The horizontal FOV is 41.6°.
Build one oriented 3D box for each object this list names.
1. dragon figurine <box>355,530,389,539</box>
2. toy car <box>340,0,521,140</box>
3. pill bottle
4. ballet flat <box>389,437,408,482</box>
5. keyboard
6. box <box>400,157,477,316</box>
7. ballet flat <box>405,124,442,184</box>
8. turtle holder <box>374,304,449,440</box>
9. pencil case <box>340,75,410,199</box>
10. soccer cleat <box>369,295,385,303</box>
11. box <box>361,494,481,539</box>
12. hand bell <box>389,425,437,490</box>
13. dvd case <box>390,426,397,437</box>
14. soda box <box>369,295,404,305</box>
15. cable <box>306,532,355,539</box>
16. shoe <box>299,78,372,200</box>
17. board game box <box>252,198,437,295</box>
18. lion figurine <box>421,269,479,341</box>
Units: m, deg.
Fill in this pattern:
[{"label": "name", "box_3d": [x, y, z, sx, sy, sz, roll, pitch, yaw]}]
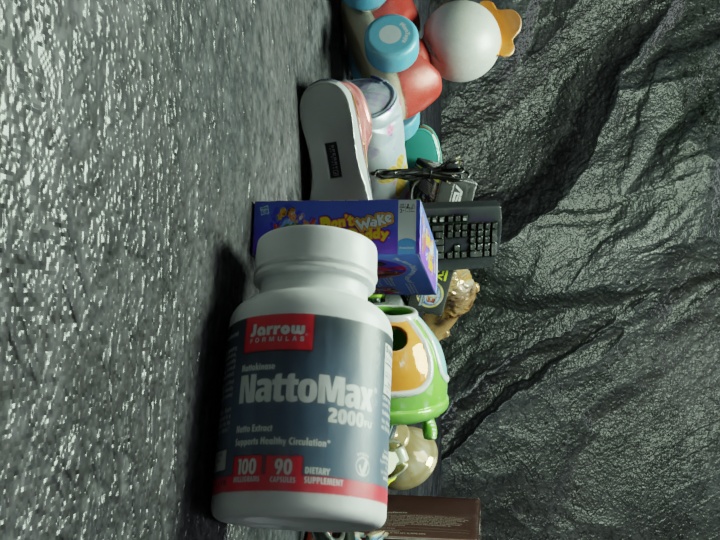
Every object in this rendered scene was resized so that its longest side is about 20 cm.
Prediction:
[{"label": "dragon figurine", "box_3d": [0.001, 0.358, 1.120, 0.200, 0.059, 0.100, 69, 22, -71]}, {"label": "toy car", "box_3d": [0.090, -0.282, 1.137, 0.184, 0.200, 0.177, 81, -11, -66]}, {"label": "pill bottle", "box_3d": [-0.037, 0.076, 0.668, 0.120, 0.119, 0.201, 68, 23, -68]}, {"label": "ballet flat", "box_3d": [0.014, 0.207, 1.007, 0.067, 0.067, 0.200, 66, 15, 10]}, {"label": "keyboard", "box_3d": [0.056, -0.058, 1.039, 0.021, 0.199, 0.127, -121, -152, -74]}, {"label": "box", "box_3d": [0.083, -0.047, 1.159, 0.200, 0.044, 0.161, -113, -143, -77]}, {"label": "ballet flat", "box_3d": [0.080, -0.099, 1.288, 0.070, 0.067, 0.201, -55, 144, -74]}, {"label": "turtle holder", "box_3d": [0.036, 0.106, 1.066, 0.185, 0.141, 0.132, -19, 109, -67]}, {"label": "pencil case", "box_3d": [0.008, -0.122, 1.095, 0.083, 0.091, 0.200, -47, 144, -32]}, {"label": "soccer cleat", "box_3d": [0.000, 0.000, 1.146, 0.200, 0.067, 0.081, -47, 121, -82]}, {"label": "box", "box_3d": [0.088, 0.426, 1.345, 0.200, 0.164, 0.166, -23, 113, -81]}, {"label": "hand bell", "box_3d": [0.032, 0.218, 1.335, 0.200, 0.104, 0.104, 61, 27, -46]}, {"label": "dvd case", "box_3d": [0.028, 0.216, 1.216, 0.146, 0.022, 0.200, 9, 102, -82]}, {"label": "soda box", "box_3d": [0.027, 0.048, 1.269, 0.200, 0.068, 0.064, -78, 165, -56]}, {"label": "cable", "box_3d": [-0.039, 0.241, 0.999, 0.200, 0.050, 0.097, -99, 163, -46]}, {"label": "shoe", "box_3d": [-0.016, -0.096, 0.972, 0.091, 0.071, 0.201, -41, 126, -71]}, {"label": "board game box", "box_3d": [-0.005, -0.016, 0.835, 0.200, 0.134, 0.045, 53, 38, -77]}, {"label": "lion figurine", "box_3d": [0.099, 0.068, 1.278, 0.200, 0.072, 0.122, -66, 171, 25]}]
